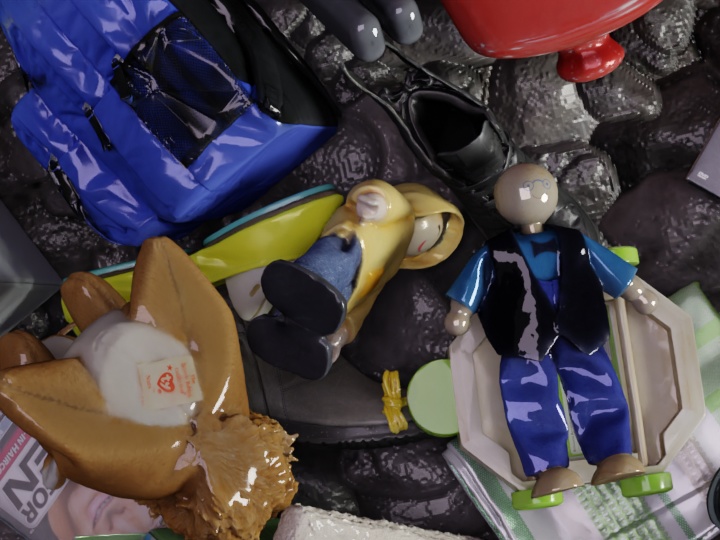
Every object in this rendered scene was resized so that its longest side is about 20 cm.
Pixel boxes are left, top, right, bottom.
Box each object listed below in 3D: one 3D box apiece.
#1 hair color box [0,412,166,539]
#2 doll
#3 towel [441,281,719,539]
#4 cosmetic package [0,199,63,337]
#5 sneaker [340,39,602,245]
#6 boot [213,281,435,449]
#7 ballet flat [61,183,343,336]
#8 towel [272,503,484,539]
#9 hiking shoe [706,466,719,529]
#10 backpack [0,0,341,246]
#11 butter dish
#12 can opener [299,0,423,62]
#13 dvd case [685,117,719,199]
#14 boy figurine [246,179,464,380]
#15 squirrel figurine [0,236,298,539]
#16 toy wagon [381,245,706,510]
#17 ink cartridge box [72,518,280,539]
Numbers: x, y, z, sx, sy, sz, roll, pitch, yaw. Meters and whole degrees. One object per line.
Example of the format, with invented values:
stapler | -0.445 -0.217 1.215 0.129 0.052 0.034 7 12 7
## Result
hair color box | -0.161 0.150 1.392 0.200 0.061 0.099 36 92 6
doll | 0.120 0.032 1.295 0.136 0.048 0.200 -11 80 -13
towel | 0.172 0.119 1.358 0.200 0.031 0.149 -34 85 -1
cosmetic package | -0.332 0.006 1.365 0.200 0.166 0.167 -38 84 5
sneaker | 0.073 -0.068 1.348 0.060 0.104 0.200 -45 84 3
boot | -0.029 0.051 1.380 0.199 0.068 0.131 -3 82 6
ballet flat | -0.094 0.007 1.352 0.200 0.067 0.067 -19 86 13
towel | 0.004 0.218 1.317 0.034 0.200 0.133 19 90 46
hiking shoe | 0.309 0.178 1.309 0.200 0.087 0.075 21 93 -7
backpack | -0.140 -0.125 1.349 0.168 0.163 0.200 -39 85 7
butter dish | 0.124 -0.189 1.326 0.199 0.200 0.148 -18 109 6
can opener | -0.024 -0.195 1.341 0.053 0.067 0.200 -26 41 -9
dvd case | 0.322 -0.109 1.364 0.149 0.016 0.200 30 91 8
boy figurine | 0.000 0.000 1.323 0.064 0.200 0.125 26 119 17
squirrel figurine | -0.132 0.097 1.277 0.200 0.187 0.142 42 64 -8
toy wagon | 0.111 0.070 1.333 0.199 0.040 0.156 -7 80 -1
ink cartridge box | -0.091 0.213 1.305 0.059 0.200 0.104 35 115 43
